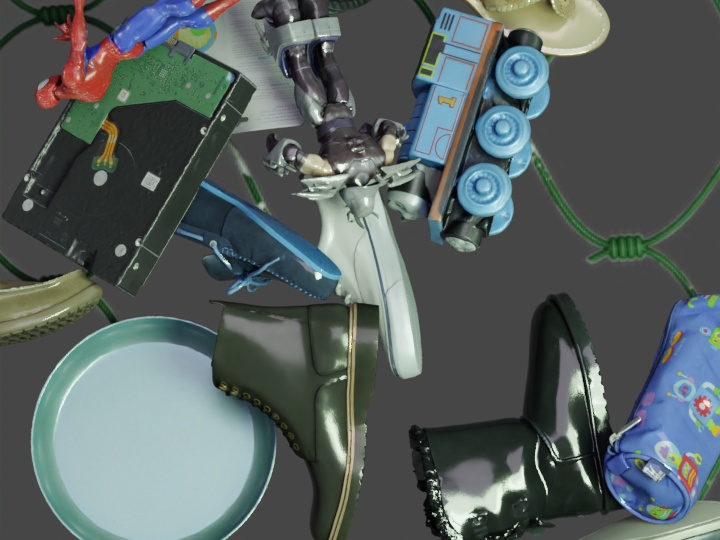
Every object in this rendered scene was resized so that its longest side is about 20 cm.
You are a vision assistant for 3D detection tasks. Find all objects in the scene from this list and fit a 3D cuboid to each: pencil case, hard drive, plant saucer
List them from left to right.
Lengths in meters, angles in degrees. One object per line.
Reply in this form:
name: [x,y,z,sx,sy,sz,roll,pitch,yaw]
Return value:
hard drive: [-0.189,-0.096,1.724,0.139,0.038,0.201,27,86,28]
plant saucer: [-0.167,0.138,1.712,0.198,0.027,0.202,1,76,-4]
pencil case: [0.258,0.106,1.690,0.087,0.078,0.201,41,55,-14]

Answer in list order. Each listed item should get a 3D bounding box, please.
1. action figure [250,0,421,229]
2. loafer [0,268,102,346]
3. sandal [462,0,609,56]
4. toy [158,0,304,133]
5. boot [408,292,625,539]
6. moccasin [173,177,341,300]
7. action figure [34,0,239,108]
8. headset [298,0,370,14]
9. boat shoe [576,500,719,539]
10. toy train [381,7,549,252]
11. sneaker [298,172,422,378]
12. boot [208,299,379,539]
action figure: [-0.025,-0.127,1.707,0.129,0.069,0.202,-8,74,-40]
loafer: [-0.309,0.030,1.705,0.198,0.076,0.068,-16,84,-7]
sandal: [0.121,-0.257,1.806,0.211,0.070,0.078,32,76,4]
toy: [-0.111,-0.204,1.790,0.114,0.047,0.202,-6,74,1]
boot: [0.119,0.129,1.710,0.161,0.073,0.200,-12,81,-7]
moccasin: [-0.100,-0.020,1.726,0.199,0.080,0.069,32,95,32]
action figure: [-0.192,-0.209,1.707,0.199,0.065,0.099,-35,69,9]
headset: [-0.022,-0.315,1.805,0.123,0.094,0.201,29,73,-31]
boat shoe: [0.209,0.239,1.682,0.198,0.075,0.062,-19,97,0]
toy train: [0.088,-0.117,1.766,0.113,0.087,0.202,16,78,10]
sneaker: [0.000,0.000,1.742,0.070,0.073,0.202,-18,70,5]
boot: [-0.061,0.120,1.685,0.137,0.077,0.202,6,94,-1]
